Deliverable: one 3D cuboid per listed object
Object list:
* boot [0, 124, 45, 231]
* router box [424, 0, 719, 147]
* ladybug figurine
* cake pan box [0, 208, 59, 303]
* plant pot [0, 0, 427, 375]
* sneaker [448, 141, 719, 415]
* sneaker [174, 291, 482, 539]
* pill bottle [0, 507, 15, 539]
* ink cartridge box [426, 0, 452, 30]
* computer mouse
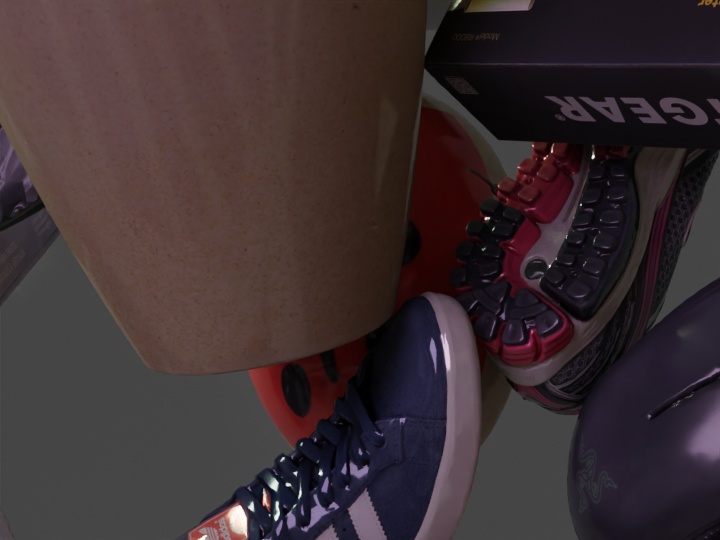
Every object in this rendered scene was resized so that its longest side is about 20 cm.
[{"bbox_3d":[-0.121,-0.059,0.813,0.199,0.168,0.077,-23,84,5],"label":"boot"},{"bbox_3d":[0.134,-0.121,0.631,0.199,0.052,0.158,6,65,48],"label":"router box"},{"bbox_3d":[0.000,0.000,0.772,0.135,0.072,0.201,-29,53,22],"label":"ladybug figurine"},{"bbox_3d":[-0.244,0.024,0.883,0.199,0.052,0.184,-27,14,22],"label":"cake pan box"},{"bbox_3d":[-0.052,-0.073,0.648,0.187,0.187,0.201,-3,105,36],"label":"plant pot"},{"bbox_3d":[0.100,-0.039,0.723,0.080,0.075,0.200,16,65,36],"label":"sneaker"},{"bbox_3d":[-0.022,0.093,0.681,0.075,0.084,0.201,-115,42,-59],"label":"sneaker"},{"bbox_3d":[-0.265,0.168,0.855,0.200,0.120,0.120,-33,51,20],"label":"pill bottle"},{"bbox_3d":[-0.013,-0.202,0.838,0.199,0.145,0.146,3,69,37],"label":"ink cartridge box"},{"bbox_3d":[0.134,0.035,0.638,0.200,0.053,0.139,-47,45,26],"label":"computer mouse"}]
